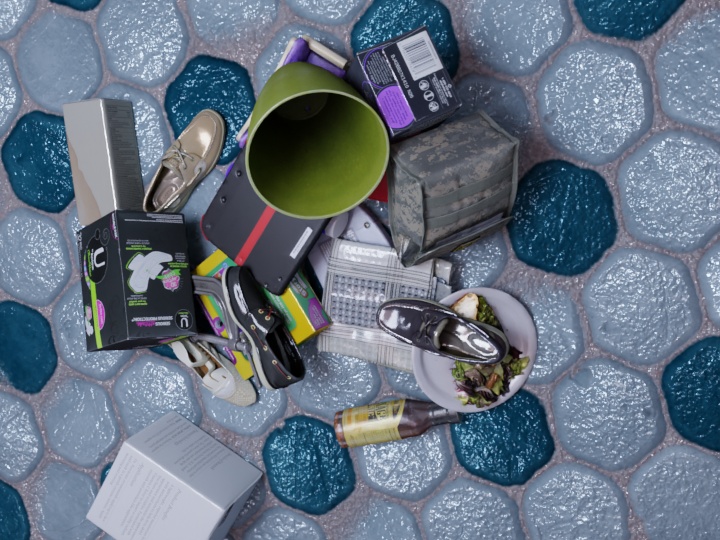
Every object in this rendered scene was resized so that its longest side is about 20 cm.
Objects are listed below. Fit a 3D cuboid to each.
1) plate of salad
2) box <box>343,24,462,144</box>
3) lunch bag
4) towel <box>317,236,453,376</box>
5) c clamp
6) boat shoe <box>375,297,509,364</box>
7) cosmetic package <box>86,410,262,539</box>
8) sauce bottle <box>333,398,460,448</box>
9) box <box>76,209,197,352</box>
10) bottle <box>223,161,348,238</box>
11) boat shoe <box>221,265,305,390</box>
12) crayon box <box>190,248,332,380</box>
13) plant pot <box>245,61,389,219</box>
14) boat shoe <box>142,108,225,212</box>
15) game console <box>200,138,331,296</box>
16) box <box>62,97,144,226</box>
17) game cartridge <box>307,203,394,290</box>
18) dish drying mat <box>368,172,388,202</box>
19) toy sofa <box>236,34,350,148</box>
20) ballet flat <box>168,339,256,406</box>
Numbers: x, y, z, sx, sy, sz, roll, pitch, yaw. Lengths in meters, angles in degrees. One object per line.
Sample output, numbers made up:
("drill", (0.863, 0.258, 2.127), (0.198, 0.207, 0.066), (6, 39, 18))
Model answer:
("plate of salad", (0.176, 0.124, 1.224), (0.200, 0.048, 0.200), (-3, 104, -11))
("box", (0.049, -0.242, 1.142), (0.106, 0.200, 0.122), (-25, 92, -9))
("lunch bag", (0.129, -0.097, 1.145), (0.164, 0.118, 0.200), (-23, 137, -16))
("towel", (0.035, 0.057, 1.252), (0.200, 0.035, 0.193), (12, 101, 12))
("c clamp", (-0.235, 0.088, 1.285), (0.200, 0.027, 0.171), (13, 118, 47))
("boat shoe", (0.114, 0.087, 1.165), (0.200, 0.065, 0.072), (20, 93, 12))
("cosmetic package", (-0.307, 0.374, 1.358), (0.200, 0.165, 0.165), (33, 106, 8))
("sauce bottle", (0.059, 0.237, 1.296), (0.200, 0.066, 0.066), (-13, 95, 12))
("box", (-0.357, 0.020, 1.290), (0.148, 0.124, 0.200), (-18, 76, 45))
("bottle", (-0.114, -0.111, 1.262), (0.200, 0.084, 0.065), (26, 115, 20))
("boat shoe", (-0.143, 0.080, 1.219), (0.063, 0.074, 0.202), (-22, 94, 30))
("crayon box", (-0.166, 0.047, 1.300), (0.172, 0.058, 0.200), (-36, 82, 29))
("plant pot", (-0.073, -0.202, 1.115), (0.187, 0.200, 0.187), (-7, 128, -9))
("boat shoe", (-0.289, -0.172, 1.321), (0.072, 0.065, 0.200), (38, 106, 6))
("game console", (-0.137, -0.087, 1.218), (0.177, 0.031, 0.200), (38, 112, 10))
("box", (-0.421, -0.178, 1.342), (0.078, 0.095, 0.200), (-4, 96, 16))
("game cartridge", (0.000, 0.000, 1.289), (0.133, 0.042, 0.200), (-26, 91, 13))
("dish drying mat", (0.037, -0.132, 1.246), (0.200, 0.018, 0.077), (13, 140, 13))
("toy sofa", (-0.099, -0.252, 1.243), (0.083, 0.098, 0.200), (34, 104, 8))
("ballet flat", (-0.261, 0.163, 1.367), (0.200, 0.062, 0.067), (44, 115, 5))
